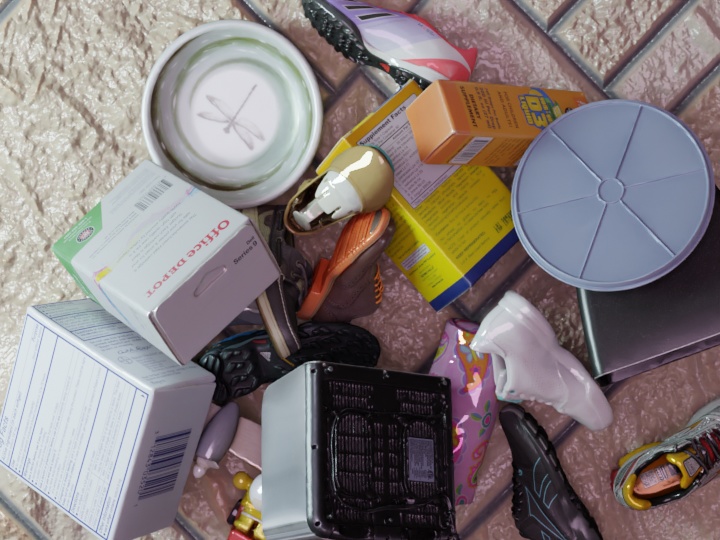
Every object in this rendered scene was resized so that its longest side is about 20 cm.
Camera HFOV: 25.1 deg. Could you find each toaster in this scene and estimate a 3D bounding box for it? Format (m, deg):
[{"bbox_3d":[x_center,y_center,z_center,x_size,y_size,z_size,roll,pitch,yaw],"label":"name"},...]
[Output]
[{"bbox_3d":[0.002,0.201,1.641,0.179,0.118,0.203,8,72,-31],"label":"toaster"}]

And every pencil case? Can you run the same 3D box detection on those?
[{"bbox_3d":[0.105,0.154,1.732,0.086,0.087,0.202,15,97,5],"label":"pencil case"}]

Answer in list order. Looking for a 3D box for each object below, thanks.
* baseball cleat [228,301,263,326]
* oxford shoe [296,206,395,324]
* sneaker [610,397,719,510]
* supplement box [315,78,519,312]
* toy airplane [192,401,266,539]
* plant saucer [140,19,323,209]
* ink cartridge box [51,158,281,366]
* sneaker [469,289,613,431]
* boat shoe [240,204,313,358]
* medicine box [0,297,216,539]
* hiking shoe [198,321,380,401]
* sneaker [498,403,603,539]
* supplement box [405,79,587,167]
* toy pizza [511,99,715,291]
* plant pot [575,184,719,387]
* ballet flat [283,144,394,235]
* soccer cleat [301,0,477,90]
[{"bbox_3d":[-0.186,0.049,1.769,0.198,0.070,0.108,14,109,10],"label":"baseball cleat"},{"bbox_3d":[0.000,0.000,1.697,0.072,0.200,0.072,27,55,-10],"label":"oxford shoe"},{"bbox_3d":[0.358,0.198,1.706,0.199,0.082,0.078,-34,91,7],"label":"sneaker"},{"bbox_3d":[0.067,-0.076,1.682,0.109,0.109,0.200,-41,89,-24],"label":"supplement box"},{"bbox_3d":[-0.080,0.217,1.724,0.198,0.141,0.202,-14,93,7],"label":"toy airplane"},{"bbox_3d":[-0.135,-0.168,1.744,0.197,0.050,0.203,1,95,6],"label":"plant saucer"},{"bbox_3d":[-0.200,-0.011,1.656,0.145,0.199,0.088,-44,131,-17],"label":"ink cartridge box"},{"bbox_3d":[0.184,0.113,1.687,0.089,0.075,0.200,-45,118,-5],"label":"sneaker"},{"bbox_3d":[-0.082,0.002,1.700,0.065,0.202,0.072,-17,137,0],"label":"boat shoe"},{"bbox_3d":[-0.275,0.155,1.708,0.199,0.102,0.184,29,111,30],"label":"medicine box"},{"bbox_3d":[-0.079,0.085,1.741,0.197,0.087,0.075,-6,107,-3],"label":"hiking shoe"},{"bbox_3d":[0.190,0.240,1.731,0.079,0.075,0.202,-28,91,10],"label":"sneaker"},{"bbox_3d":[0.147,-0.147,1.646,0.069,0.198,0.067,-41,58,45],"label":"supplement box"},{"bbox_3d":[0.246,-0.072,1.578,0.198,0.032,0.203,-6,68,15],"label":"toy pizza"},{"bbox_3d":[0.306,-0.001,1.650,0.197,0.200,0.179,-20,79,8],"label":"plant pot"},{"bbox_3d":[-0.025,-0.071,1.634,0.063,0.200,0.069,-41,94,-23],"label":"ballet flat"},{"bbox_3d":[0.030,-0.250,1.720,0.199,0.068,0.074,32,74,6],"label":"soccer cleat"}]
